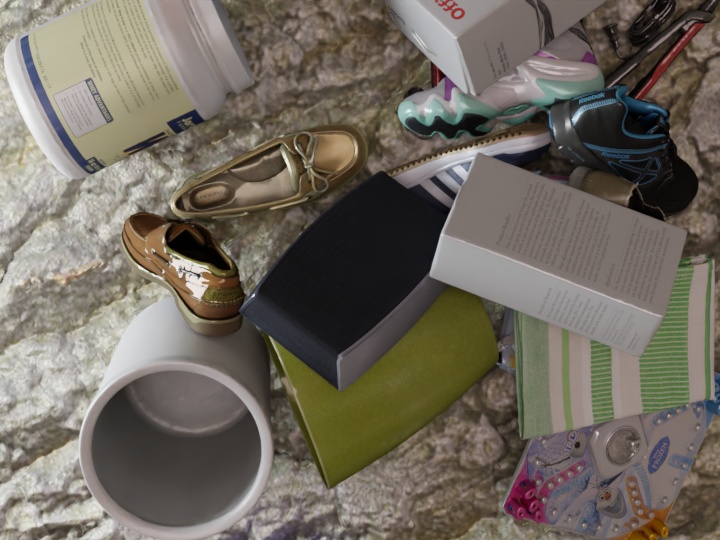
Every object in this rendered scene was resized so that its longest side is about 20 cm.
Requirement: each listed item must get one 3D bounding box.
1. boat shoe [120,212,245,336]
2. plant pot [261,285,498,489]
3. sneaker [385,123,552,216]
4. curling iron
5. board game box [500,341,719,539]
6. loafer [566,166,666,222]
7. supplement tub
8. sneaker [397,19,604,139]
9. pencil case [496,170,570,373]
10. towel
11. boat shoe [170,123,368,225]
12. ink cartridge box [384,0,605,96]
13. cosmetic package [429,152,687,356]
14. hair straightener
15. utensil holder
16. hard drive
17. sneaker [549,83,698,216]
[{"bbox_3d":[-0.164,-0.017,1.160,0.072,0.200,0.068,-14,125,-35],"label":"boat shoe"},{"bbox_3d":[0.024,0.082,1.179,0.199,0.187,0.188,-23,96,-7],"label":"plant pot"},{"bbox_3d":[0.106,-0.066,1.184,0.199,0.070,0.109,-17,97,30],"label":"sneaker"},{"bbox_3d":[0.066,-0.230,1.210,0.049,0.026,0.202,5,96,-4],"label":"curling iron"},{"bbox_3d":[0.259,0.174,1.214,0.199,0.026,0.201,19,98,-27],"label":"board game box"},{"bbox_3d":[0.254,-0.022,1.163,0.069,0.200,0.076,8,65,37],"label":"loafer"},{"bbox_3d":[-0.214,-0.189,1.155,0.199,0.145,0.146,-25,96,3],"label":"supplement tub"},{"bbox_3d":[0.126,-0.209,1.188,0.198,0.078,0.141,-8,76,-4],"label":"sneaker"},{"bbox_3d":[0.182,0.005,1.207,0.090,0.083,0.202,6,96,-11],"label":"pencil case"},{"bbox_3d":[0.239,0.070,1.145,0.198,0.023,0.154,-9,107,-13],"label":"towel"},{"bbox_3d":[-0.088,-0.092,1.206,0.199,0.063,0.074,-15,96,2],"label":"boat shoe"},{"bbox_3d":[0.133,-0.277,1.128,0.199,0.084,0.146,-37,54,-6],"label":"ink cartridge box"},{"bbox_3d":[0.172,-0.014,1.077,0.199,0.071,0.102,22,56,6],"label":"cosmetic package"},{"bbox_3d":[0.275,-0.223,1.201,0.077,0.041,0.200,42,100,-4],"label":"hair straightener"},{"bbox_3d":[-0.162,0.127,1.149,0.168,0.200,0.171,-1,108,-2],"label":"utensil holder"},{"bbox_3d":[0.000,0.000,1.111,0.135,0.042,0.200,37,61,15],"label":"hard drive"},{"bbox_3d":[0.267,-0.110,1.158,0.199,0.082,0.074,23,57,-38],"label":"sneaker"}]
